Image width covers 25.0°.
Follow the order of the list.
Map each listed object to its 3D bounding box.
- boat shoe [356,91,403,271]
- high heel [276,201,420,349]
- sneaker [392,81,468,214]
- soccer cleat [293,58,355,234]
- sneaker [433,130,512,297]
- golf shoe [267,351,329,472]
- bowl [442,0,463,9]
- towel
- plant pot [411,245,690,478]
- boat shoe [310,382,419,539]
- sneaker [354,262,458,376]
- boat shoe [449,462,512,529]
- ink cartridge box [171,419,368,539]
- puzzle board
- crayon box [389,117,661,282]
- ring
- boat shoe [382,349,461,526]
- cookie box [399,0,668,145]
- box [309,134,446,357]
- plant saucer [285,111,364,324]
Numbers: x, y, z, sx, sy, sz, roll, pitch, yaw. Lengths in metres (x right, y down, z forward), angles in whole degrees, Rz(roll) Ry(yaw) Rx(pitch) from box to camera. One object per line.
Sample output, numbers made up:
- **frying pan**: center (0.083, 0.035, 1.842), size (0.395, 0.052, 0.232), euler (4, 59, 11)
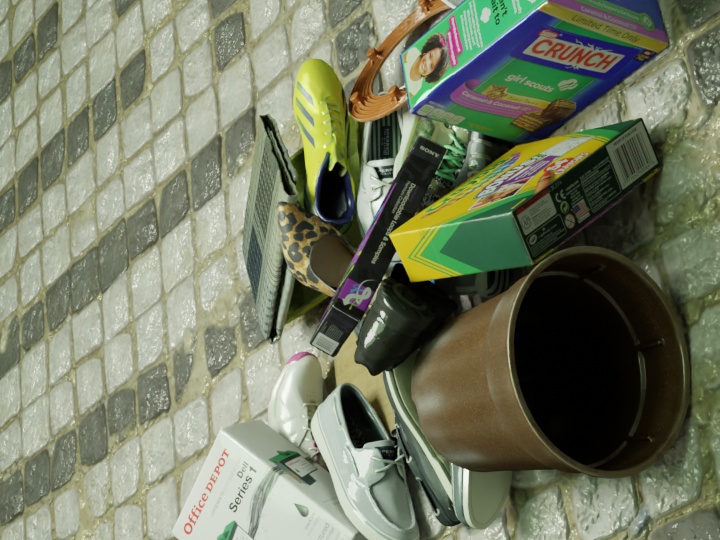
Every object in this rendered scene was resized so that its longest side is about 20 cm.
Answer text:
- **boat shoe**: center (0.026, -0.100, 1.771), size (0.067, 0.073, 0.202), euler (81, 180, -65)
- **high heel**: center (0.000, 0.000, 1.698), size (0.071, 0.200, 0.142), euler (-47, 23, -26)
- **sneaker**: center (0.090, -0.131, 1.730), size (0.088, 0.077, 0.202), euler (-12, 71, 42)
- **soccer cleat**: center (-0.033, -0.136, 1.782), size (0.084, 0.064, 0.202), euler (162, 105, -72)
- **sneaker**: center (0.093, -0.068, 1.672), size (0.115, 0.075, 0.202), euler (-8, 72, 31)
- **golf shoe**: center (-0.061, 0.195, 1.831), size (0.091, 0.075, 0.202), euler (11, 93, 42)
- **bowl**: center (0.156, -0.355, 1.690), size (0.201, 0.074, 0.200), euler (-53, 41, 13)
- **towel**: center (-0.099, -0.051, 1.855), size (0.193, 0.034, 0.201), euler (-110, 25, -54)
- **plant pot**: center (0.159, 0.098, 1.471), size (0.198, 0.199, 0.202), euler (-23, 61, 57)
- **boat shoe**: center (0.010, 0.203, 1.704), size (0.201, 0.070, 0.072), euler (59, 134, 35)
- **sneaker**: center (0.035, 0.050, 1.575), size (0.076, 0.200, 0.091), euler (36, 103, 11)
- **boat shoe**: center (0.108, 0.159, 1.598), size (0.061, 0.073, 0.202), euler (-14, 60, 36)
- **ink cartridge box**: center (-0.090, 0.277, 1.757), size (0.199, 0.084, 0.147), euler (34, 108, 24)
- **puzzle board**: center (0.041, 0.102, 1.761), size (0.200, 0.017, 0.152), euler (-36, 51, 41)
- **crayon box**: center (0.153, -0.066, 1.519), size (0.172, 0.200, 0.059), euler (-7, 112, 52)
- **ring**: center (0.056, -0.243, 1.775), size (0.200, 0.019, 0.201), euler (-38, 26, 22)
- **boat shoe**: center (0.065, 0.169, 1.649), size (0.200, 0.074, 0.066), euler (59, 135, 20)
- **cookie box**: center (0.165, -0.213, 1.567), size (0.200, 0.170, 0.076), euler (-37, 54, 41)
- **box**: center (0.016, -0.023, 1.606), size (0.201, 0.036, 0.143), euler (-61, 1, -20)
- **plant saucer**: center (-0.038, -0.054, 1.891), size (0.200, 0.048, 0.201), euler (-33, 54, 43)
